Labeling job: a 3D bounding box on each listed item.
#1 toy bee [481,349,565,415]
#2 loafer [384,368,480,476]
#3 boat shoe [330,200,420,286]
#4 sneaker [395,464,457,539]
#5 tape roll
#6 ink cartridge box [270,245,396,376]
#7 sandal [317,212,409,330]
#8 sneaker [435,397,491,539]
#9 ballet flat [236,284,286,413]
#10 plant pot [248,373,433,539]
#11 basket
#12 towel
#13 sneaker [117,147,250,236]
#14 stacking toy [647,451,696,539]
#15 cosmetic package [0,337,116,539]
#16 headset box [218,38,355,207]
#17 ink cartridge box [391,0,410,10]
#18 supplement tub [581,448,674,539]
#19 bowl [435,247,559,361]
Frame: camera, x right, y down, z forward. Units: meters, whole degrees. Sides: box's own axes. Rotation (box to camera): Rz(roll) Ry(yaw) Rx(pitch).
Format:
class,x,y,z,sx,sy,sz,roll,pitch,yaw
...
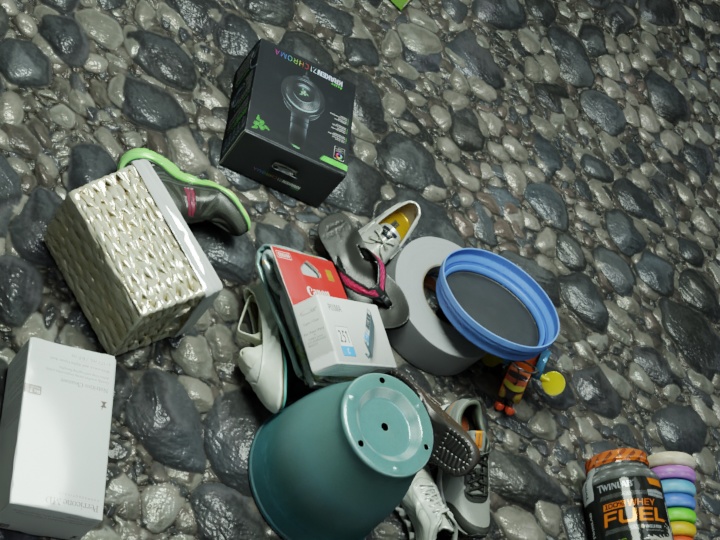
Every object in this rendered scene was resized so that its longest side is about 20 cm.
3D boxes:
class,x,y,z,sx,sy,sz,roll,pitch,yaw
toy bee,0.233,0.155,1.794,0.130,0.110,0.199,33,23,30
loafer,0.089,0.214,1.632,0.200,0.073,0.071,45,7,30
boat shoe,0.028,-0.043,1.771,0.071,0.070,0.200,48,49,2
sneaker,0.092,0.325,1.574,0.074,0.081,0.203,5,58,-32
tape roll,0.118,0.053,1.782,0.198,0.066,0.203,19,51,-25
ink cartridge box,-0.032,0.051,1.567,0.199,0.044,0.179,14,54,-67
sandal,0.000,0.000,1.692,0.074,0.045,0.201,-30,73,-12
sneaker,0.148,0.272,1.651,0.073,0.079,0.203,11,57,-33
ballet flat,-0.133,0.100,1.569,0.069,0.070,0.202,19,45,-25
plant pot,-0.012,0.229,1.483,0.198,0.188,0.203,18,53,-26
basket,-0.287,-0.011,1.474,0.123,0.136,0.202,-25,77,-41
towel,-0.063,0.067,1.606,0.171,0.048,0.203,21,48,-65
sneaker,-0.243,-0.090,1.613,0.198,0.077,0.085,25,67,-17
stacking toy,0.485,0.388,1.834,0.084,0.085,0.203,17,59,-27
cosmetic package,-0.345,0.190,1.334,0.111,0.081,0.203,16,52,-30
headset box,-0.107,-0.215,1.771,0.172,0.093,0.202,23,51,-22
ink cartridge box,0.128,-0.578,2.111,0.076,0.200,0.148,44,46,-3
supplement tub,0.392,0.373,1.737,0.121,0.122,0.203,13,54,-29
bowl,0.198,0.051,1.736,0.198,0.040,0.202,22,35,-16
